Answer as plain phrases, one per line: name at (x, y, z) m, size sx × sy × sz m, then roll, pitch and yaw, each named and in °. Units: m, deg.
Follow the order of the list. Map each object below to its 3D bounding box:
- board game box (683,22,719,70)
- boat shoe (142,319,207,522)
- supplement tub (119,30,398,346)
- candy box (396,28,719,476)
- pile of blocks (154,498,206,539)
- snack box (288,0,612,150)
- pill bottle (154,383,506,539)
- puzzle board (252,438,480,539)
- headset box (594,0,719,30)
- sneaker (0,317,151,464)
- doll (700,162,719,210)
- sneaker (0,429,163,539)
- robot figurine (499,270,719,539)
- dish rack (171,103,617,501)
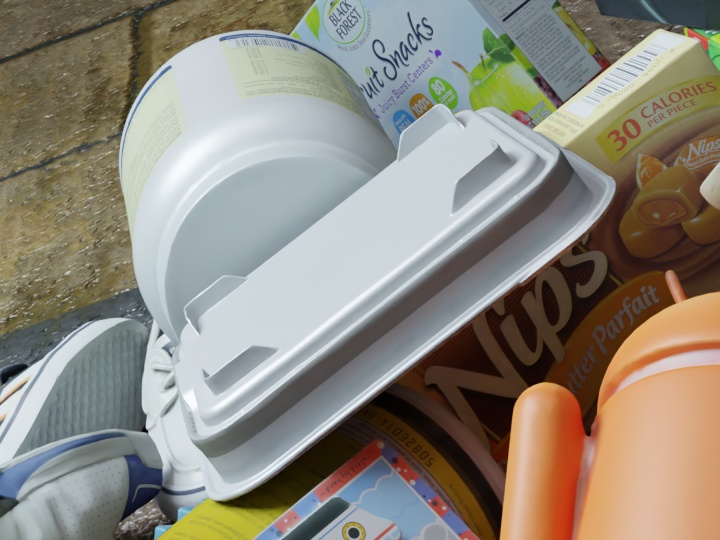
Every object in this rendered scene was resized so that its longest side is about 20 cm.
board game box at (0.251, -0.087, 0.928) m, size 0.101 × 0.048 × 0.200 m, roll -22°, pitch 29°, yaw -10°
boat shoe at (-0.084, 0.060, 1.010) m, size 0.072 × 0.066 × 0.200 m, roll -18°, pitch 24°, yaw 8°
supplement tub at (-0.047, -0.031, 0.969) m, size 0.144 × 0.146 × 0.200 m, roll -22°, pitch 23°, yaw -1°
candy box at (0.098, -0.002, 0.865) m, size 0.200 × 0.116 × 0.055 m, roll -38°, pitch 16°, yaw 0°
pile of blocks at (-0.064, 0.118, 0.855) m, size 0.062 × 0.082 × 0.200 m, roll 8°, pitch 38°, yaw 47°
snack box at (0.040, -0.119, 1.085) m, size 0.053 × 0.142 × 0.200 m, roll -39°, pitch -1°, yaw -27°
pill bottle at (-0.034, 0.140, 0.749) m, size 0.200 × 0.113 × 0.112 m, roll -37°, pitch 28°, yaw -30°
puzzle board at (-0.010, 0.167, 0.663) m, size 0.200 × 0.151 × 0.017 m, roll -37°, pitch -14°, yaw -30°
headset box at (0.177, -0.208, 0.932) m, size 0.174 × 0.200 × 0.093 m, roll 15°, pitch 57°, yaw 45°
sneaker at (-0.185, 0.093, 1.013) m, size 0.079 × 0.079 × 0.200 m, roll 1°, pitch 34°, yaw 30°
doll at (0.186, 0.046, 0.617) m, size 0.136 × 0.201 × 0.049 m, roll -11°, pitch -23°, yaw -20°
sneaker at (-0.161, 0.148, 0.871) m, size 0.080 × 0.116 × 0.199 m, roll -22°, pitch -3°, yaw 29°
robot figurine at (0.131, 0.091, 0.668) m, size 0.143 × 0.117 × 0.201 m, roll -9°, pitch 48°, yaw 29°
dish rack at (0.000, 0.000, 0.787) m, size 0.200 × 0.044 × 0.172 m, roll -39°, pitch 17°, yaw 1°
